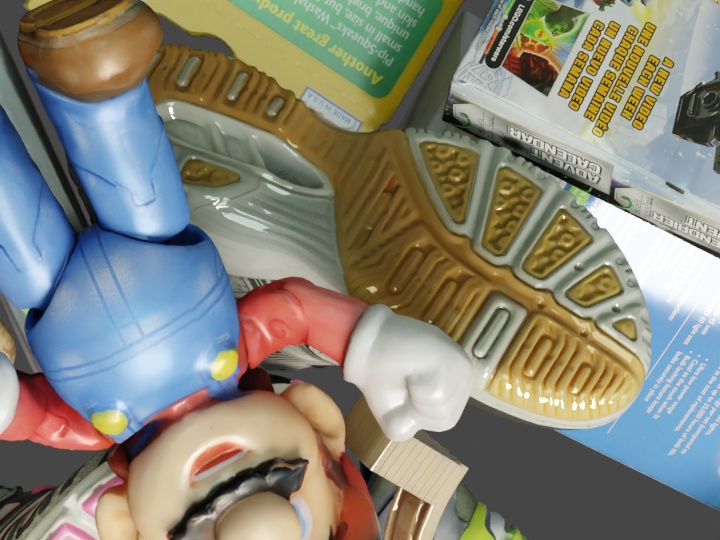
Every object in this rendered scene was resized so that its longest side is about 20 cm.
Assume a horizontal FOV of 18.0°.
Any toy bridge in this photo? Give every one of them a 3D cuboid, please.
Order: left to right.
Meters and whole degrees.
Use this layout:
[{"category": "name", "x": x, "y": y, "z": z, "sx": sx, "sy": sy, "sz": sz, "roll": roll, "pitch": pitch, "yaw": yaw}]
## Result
[{"category": "toy bridge", "x": -0.028, "y": 0.139, "z": 0.714, "sx": 0.067, "sy": 0.027, "sz": 0.201, "roll": 32, "pitch": 92, "yaw": -37}]

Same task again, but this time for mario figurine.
[{"category": "mario figurine", "x": -0.048, "y": 0.029, "z": 0.615, "sx": 0.123, "sy": 0.106, "sz": 0.201, "roll": -15, "pitch": 115, "yaw": 30}]

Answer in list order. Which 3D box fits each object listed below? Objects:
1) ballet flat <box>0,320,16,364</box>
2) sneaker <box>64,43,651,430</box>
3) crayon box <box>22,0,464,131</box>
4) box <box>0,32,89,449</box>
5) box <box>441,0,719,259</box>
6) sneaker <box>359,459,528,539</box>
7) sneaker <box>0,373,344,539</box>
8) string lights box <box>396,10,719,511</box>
[{"category": "ballet flat", "x": -0.171, "y": -0.027, "z": 0.725, "sx": 0.065, "sy": 0.071, "sz": 0.201, "roll": -22, "pitch": 64, "yaw": -28}, {"category": "sneaker", "x": 0.000, "y": 0.000, "z": 0.711, "sx": 0.199, "sy": 0.088, "sz": 0.076, "roll": 28, "pitch": 58, "yaw": 19}, {"category": "crayon box", "x": -0.011, "y": -0.139, "z": 0.774, "sx": 0.125, "sy": 0.052, "sz": 0.201, "roll": 32, "pitch": 86, "yaw": -9}, {"category": "box", "x": -0.121, "y": -0.046, "z": 0.731, "sx": 0.035, "sy": 0.110, "sz": 0.201, "roll": -25, "pitch": 96, "yaw": -7}, {"category": "box", "x": 0.129, "y": -0.105, "z": 0.714, "sx": 0.136, "sy": 0.040, "sz": 0.201, "roll": 27, "pitch": 73, "yaw": 5}, {"category": "sneaker", "x": -0.038, "y": 0.129, "z": 0.778, "sx": 0.200, "sy": 0.074, "sz": 0.081, "roll": -38, "pitch": 91, "yaw": -13}, {"category": "sneaker", "x": -0.094, "y": 0.093, "z": 0.744, "sx": 0.200, "sy": 0.088, "sz": 0.074, "roll": -41, "pitch": 119, "yaw": 8}, {"category": "string lights box", "x": 0.098, "y": 0.008, "z": 0.774, "sx": 0.199, "sy": 0.059, "sz": 0.103, "roll": 26, "pitch": 117, "yaw": -10}]
